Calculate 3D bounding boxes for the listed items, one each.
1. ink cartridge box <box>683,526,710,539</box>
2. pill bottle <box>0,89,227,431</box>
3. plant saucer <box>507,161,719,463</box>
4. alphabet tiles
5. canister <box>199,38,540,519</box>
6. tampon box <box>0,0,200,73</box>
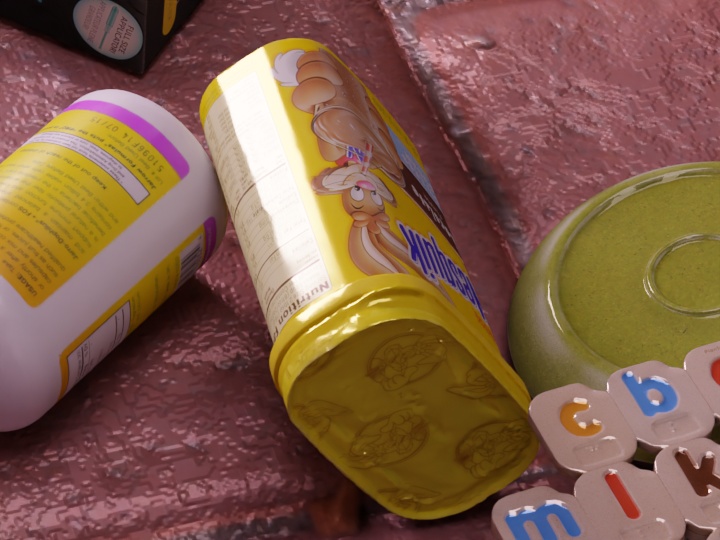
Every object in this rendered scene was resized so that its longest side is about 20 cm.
[{"bbox_3d":[0.191,0.206,1.123,0.146,0.086,0.201,11,48,4],"label":"ink cartridge box"},{"bbox_3d":[-0.160,0.006,1.255,0.104,0.105,0.200,30,51,20],"label":"pill bottle"},{"bbox_3d":[0.169,0.010,1.291,0.199,0.031,0.201,-6,45,6],"label":"plant saucer"},{"bbox_3d":[0.162,0.114,1.138,0.199,0.015,0.196,-15,49,-18],"label":"alphabet tiles"},{"bbox_3d":[0.000,0.000,1.251,0.086,0.149,0.200,-32,46,12],"label":"canister"},{"bbox_3d":[-0.174,-0.229,1.437,0.199,0.150,0.126,22,48,14],"label":"tampon box"}]
